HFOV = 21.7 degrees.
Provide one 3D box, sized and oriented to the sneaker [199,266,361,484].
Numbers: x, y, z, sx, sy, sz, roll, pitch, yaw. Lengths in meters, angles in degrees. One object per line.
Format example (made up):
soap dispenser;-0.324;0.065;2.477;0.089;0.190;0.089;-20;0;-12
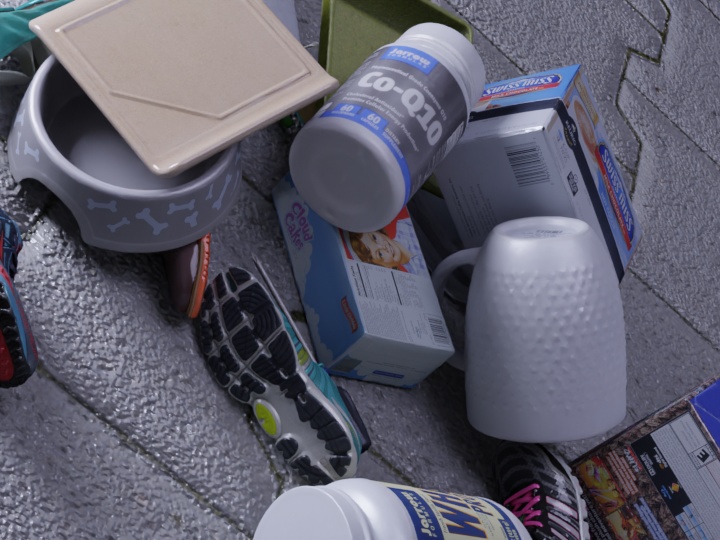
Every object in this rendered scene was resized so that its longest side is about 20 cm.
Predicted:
sneaker;-0.066;0.089;1.567;0.201;0.077;0.080;58;17;2

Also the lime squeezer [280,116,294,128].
lime squeezer;-0.134;-0.216;1.792;0.201;0.038;0.071;51;34;3

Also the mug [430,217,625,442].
mug;0.145;0.045;1.719;0.147;0.198;0.178;-22;114;-52

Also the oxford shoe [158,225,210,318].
oxford shoe;-0.170;-0.047;1.581;0.072;0.071;0.202;-1;56;-18

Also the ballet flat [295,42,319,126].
ballet flat;-0.070;-0.218;1.845;0.200;0.063;0.069;51;36;1

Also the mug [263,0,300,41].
mug;-0.163;-0.260;1.690;0.148;0.198;0.178;86;-6;-84

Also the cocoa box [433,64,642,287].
cocoa box;0.171;-0.074;1.814;0.131;0.132;0.202;-54;128;-50

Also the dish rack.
dish rack;0.094;-0.073;1.914;0.201;0.043;0.171;56;34;7

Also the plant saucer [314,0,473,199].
plant saucer;0.024;-0.179;1.818;0.199;0.048;0.202;23;61;-40

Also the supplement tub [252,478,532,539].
supplement tub;0.026;0.238;1.446;0.199;0.145;0.146;14;47;-41

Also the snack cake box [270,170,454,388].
snack cake box;0.000;0.000;1.714;0.114;0.067;0.202;13;48;-40

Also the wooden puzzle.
wooden puzzle;-0.145;-0.172;1.538;0.184;0.037;0.200;-30;64;-30

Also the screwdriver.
screwdriver;-0.043;0.069;1.626;0.028;0.029;0.202;-11;72;-53

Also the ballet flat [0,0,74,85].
ballet flat;-0.285;-0.195;1.587;0.200;0.067;0.071;-30;106;-56

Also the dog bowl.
dog bowl;-0.188;-0.112;1.540;0.198;0.059;0.202;9;52;-12

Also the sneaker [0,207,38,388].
sneaker;-0.277;-0.008;1.392;0.095;0.079;0.201;-7;63;-54

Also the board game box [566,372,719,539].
board game box;0.281;0.214;1.706;0.097;0.199;0.160;-22;79;-55

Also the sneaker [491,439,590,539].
sneaker;0.156;0.235;1.661;0.087;0.073;0.202;13;53;-50

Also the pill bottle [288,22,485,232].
pill bottle;0.030;-0.134;1.690;0.114;0.114;0.200;45;47;-7
